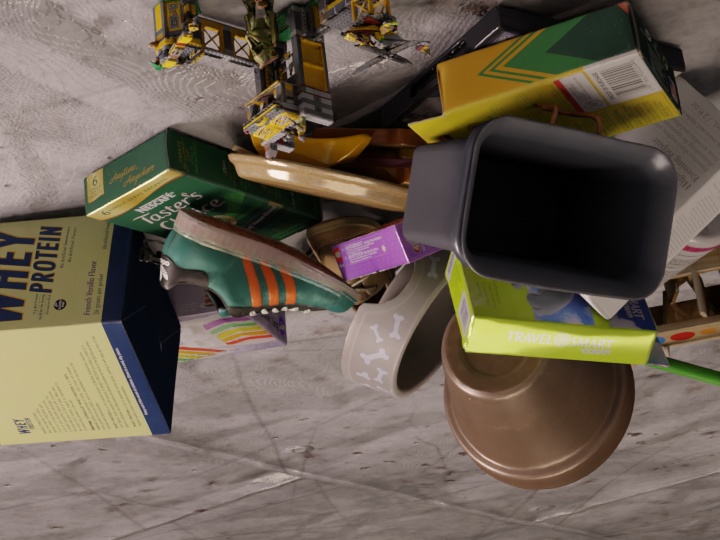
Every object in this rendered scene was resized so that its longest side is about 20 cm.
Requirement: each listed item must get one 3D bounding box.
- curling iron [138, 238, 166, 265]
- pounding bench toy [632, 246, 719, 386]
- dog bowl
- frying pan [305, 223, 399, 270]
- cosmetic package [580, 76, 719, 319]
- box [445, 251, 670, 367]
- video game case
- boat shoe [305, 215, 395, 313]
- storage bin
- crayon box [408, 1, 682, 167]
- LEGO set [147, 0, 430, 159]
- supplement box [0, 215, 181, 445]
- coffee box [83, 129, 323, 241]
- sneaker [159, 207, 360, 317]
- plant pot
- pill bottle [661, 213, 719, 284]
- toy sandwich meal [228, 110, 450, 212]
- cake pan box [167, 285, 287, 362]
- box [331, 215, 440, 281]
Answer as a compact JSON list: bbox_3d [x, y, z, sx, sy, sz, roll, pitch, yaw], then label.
[{"bbox_3d":[-0.180,-0.013,1.592,0.049,0.026,0.200,12,179,4],"label":"curling iron"},{"bbox_3d":[0.337,0.058,1.738,0.156,0.200,0.124,-12,158,11],"label":"pounding bench toy"},{"bbox_3d":[0.063,0.043,1.642,0.059,0.200,0.200,32,168,20],"label":"dog bowl"},{"bbox_3d":[-0.003,-0.028,1.653,0.115,0.031,0.190,-3,155,-13],"label":"frying pan"},{"bbox_3d":[0.253,-0.065,1.434,0.200,0.102,0.074,-45,149,4],"label":"cosmetic package"},{"bbox_3d":[0.187,0.031,1.496,0.199,0.122,0.048,5,126,-11],"label":"box"},{"bbox_3d":[0.149,-0.157,1.390,0.200,0.026,0.181,7,154,-30],"label":"video game case"},{"bbox_3d":[0.000,0.000,1.598,0.071,0.065,0.200,-14,159,13],"label":"boat shoe"},{"bbox_3d":[0.136,-0.061,1.306,0.200,0.146,0.134,8,180,-30],"label":"storage bin"},{"bbox_3d":[0.150,-0.145,1.322,0.200,0.051,0.127,-16,155,21],"label":"crayon box"},{"bbox_3d":[-0.060,-0.164,1.191,0.200,0.116,0.154,-25,152,36],"label":"LEGO set"},{"bbox_3d":[-0.300,0.061,1.574,0.199,0.135,0.200,-5,142,7],"label":"supplement box"},{"bbox_3d":[-0.147,-0.066,1.504,0.123,0.044,0.200,-23,153,36],"label":"coffee box"},{"bbox_3d":[-0.097,0.011,1.491,0.200,0.080,0.071,22,-172,-27],"label":"sneaker"},{"bbox_3d":[0.161,0.100,1.603,0.200,0.201,0.175,-14,152,17],"label":"plant pot"},{"bbox_3d":[0.279,-0.039,1.598,0.113,0.114,0.200,4,155,-23],"label":"pill bottle"},{"bbox_3d":[-0.017,-0.100,1.418,0.205,0.070,0.205,12,180,0],"label":"toy sandwich meal"},{"bbox_3d":[-0.200,0.055,1.761,0.199,0.052,0.184,-8,161,11],"label":"cake pan box"},{"bbox_3d":[0.088,-0.049,1.478,0.200,0.039,0.137,-23,-177,-26],"label":"box"}]
